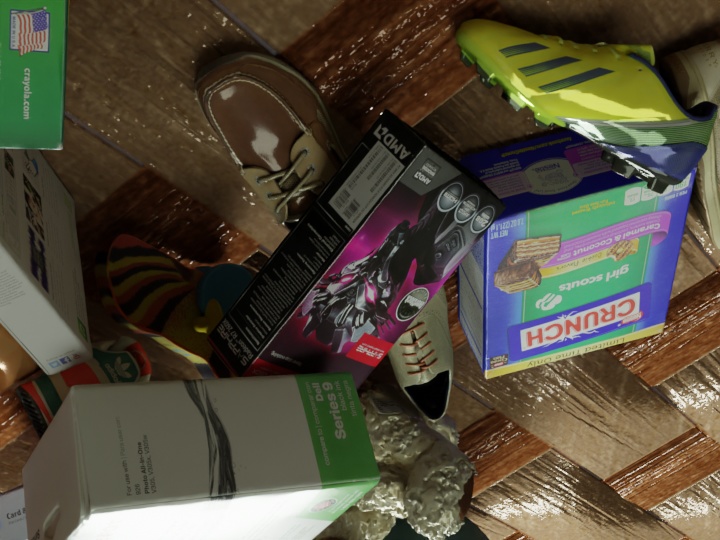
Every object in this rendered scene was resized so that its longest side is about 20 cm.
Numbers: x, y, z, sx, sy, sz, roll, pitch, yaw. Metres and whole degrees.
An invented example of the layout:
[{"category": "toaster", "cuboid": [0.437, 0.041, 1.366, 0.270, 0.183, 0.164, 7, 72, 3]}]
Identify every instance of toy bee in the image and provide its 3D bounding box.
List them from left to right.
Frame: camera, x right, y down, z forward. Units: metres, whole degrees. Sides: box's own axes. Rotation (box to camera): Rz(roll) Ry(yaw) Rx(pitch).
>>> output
[{"category": "toy bee", "cuboid": [-0.107, 0.049, 0.833, 0.196, 0.111, 0.131, 14, 170, -6]}]

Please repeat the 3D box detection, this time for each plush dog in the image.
[{"category": "plush dog", "cuboid": [-0.004, 0.192, 1.009, 0.159, 0.200, 0.173, 32, 96, -9]}]

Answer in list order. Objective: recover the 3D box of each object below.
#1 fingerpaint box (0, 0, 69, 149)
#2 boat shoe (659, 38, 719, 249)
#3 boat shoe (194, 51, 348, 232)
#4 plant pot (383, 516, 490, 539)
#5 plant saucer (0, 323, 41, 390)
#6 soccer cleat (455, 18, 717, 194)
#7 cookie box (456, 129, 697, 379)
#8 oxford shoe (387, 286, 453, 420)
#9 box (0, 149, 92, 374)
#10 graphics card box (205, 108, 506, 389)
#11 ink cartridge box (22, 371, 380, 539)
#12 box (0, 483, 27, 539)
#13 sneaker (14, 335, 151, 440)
[{"category": "fingerpaint box", "cuboid": [-0.164, -0.166, 0.480, 0.072, 0.167, 0.204, 0, 105, -20]}, {"category": "boat shoe", "cuboid": [0.281, -0.093, 0.866, 0.064, 0.072, 0.201, -22, 139, 6]}, {"category": "boat shoe", "cuboid": [-0.042, -0.070, 0.768, 0.075, 0.073, 0.200, -30, 139, 14]}, {"category": "plant pot", "cuboid": [0.047, 0.312, 1.172, 0.197, 0.135, 0.202, -21, 149, -13]}, {"category": "plant saucer", "cuboid": [-0.305, 0.035, 0.744, 0.196, 0.038, 0.201, 10, 153, 5]}, {"category": "soccer cleat", "cuboid": [0.156, -0.130, 0.768, 0.198, 0.065, 0.084, 27, 106, -15]}, {"category": "cookie box", "cuboid": [0.167, -0.016, 0.906, 0.168, 0.076, 0.202, -15, 141, -6]}, {"category": "oxford shoe", "cuboid": [0.049, 0.050, 0.936, 0.070, 0.075, 0.201, -20, 140, 3]}, {"category": "box", "cuboid": [-0.223, -0.050, 0.665, 0.036, 0.146, 0.201, -20, 140, 2]}, {"category": "graphics card box", "cuboid": [0.000, 0.000, 0.774, 0.201, 0.051, 0.125, -51, 144, 8]}, {"category": "ink cartridge box", "cuboid": [-0.109, 0.136, 0.741, 0.197, 0.085, 0.146, 1, 149, -31]}, {"category": "box", "cuboid": [-0.208, 0.170, 0.916, 0.153, 0.042, 0.200, -20, 176, 2]}, {"category": "sneaker", "cuboid": [-0.200, 0.095, 0.848, 0.092, 0.071, 0.200, -29, 178, -13]}]
